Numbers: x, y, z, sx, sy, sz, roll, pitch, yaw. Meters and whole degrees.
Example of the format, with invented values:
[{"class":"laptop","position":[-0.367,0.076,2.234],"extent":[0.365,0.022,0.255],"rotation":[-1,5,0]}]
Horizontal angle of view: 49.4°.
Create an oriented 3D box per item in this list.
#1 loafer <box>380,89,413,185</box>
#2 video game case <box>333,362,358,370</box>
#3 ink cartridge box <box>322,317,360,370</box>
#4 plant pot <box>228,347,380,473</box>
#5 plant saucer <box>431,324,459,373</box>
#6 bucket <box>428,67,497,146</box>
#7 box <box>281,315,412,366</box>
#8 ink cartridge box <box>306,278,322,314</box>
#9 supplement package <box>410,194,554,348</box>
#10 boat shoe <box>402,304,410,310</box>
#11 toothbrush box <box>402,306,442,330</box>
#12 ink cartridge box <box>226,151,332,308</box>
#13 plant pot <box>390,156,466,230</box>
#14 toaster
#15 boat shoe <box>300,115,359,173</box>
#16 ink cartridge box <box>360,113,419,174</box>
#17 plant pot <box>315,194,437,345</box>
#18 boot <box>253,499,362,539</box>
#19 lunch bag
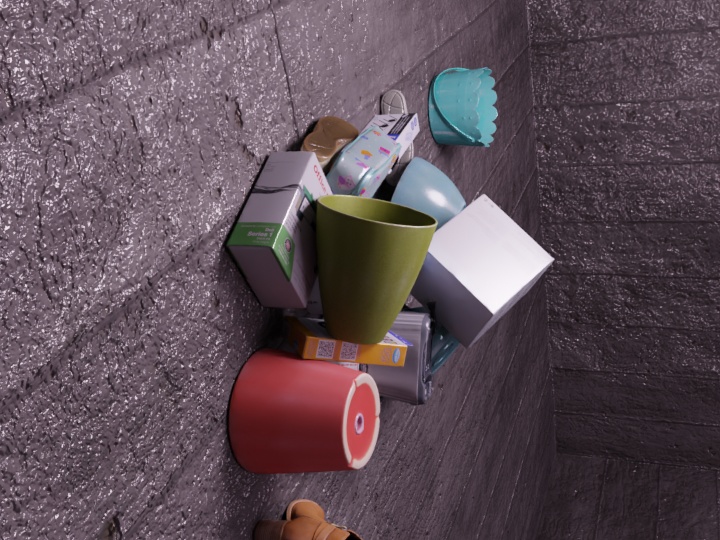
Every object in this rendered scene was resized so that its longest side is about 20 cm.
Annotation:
[{"class":"loafer","position":[0.082,-0.282,1.676],"extent":[0.063,0.071,0.202],"rotation":[-12,100,-73]},{"class":"video game case","position":[-0.042,0.214,1.376],"extent":[0.143,0.017,0.202],"rotation":[15,78,-65]},{"class":"ink cartridge box","position":[-0.040,0.192,1.448],"extent":[0.197,0.043,0.201],"rotation":[62,40,-49]},{"class":"plant pot","position":[-0.076,0.222,1.196],"extent":[0.200,0.176,0.203],"rotation":[2,90,-66]},{"class":"plant saucer","position":[0.162,0.164,1.607],"extent":[0.200,0.027,0.201],"rotation":[-44,162,-18]},{"class":"bucket","position":[0.262,-0.415,1.997],"extent":[0.207,0.134,0.209],"rotation":[1,90,-67]},{"class":"box","position":[-0.017,0.116,1.268],"extent":[0.198,0.119,0.042],"rotation":[10,98,-24]},{"class":"ink cartridge box","position":[0.000,0.000,1.397],"extent":[0.200,0.143,0.085],"rotation":[-50,136,-56]},{"class":"supplement package","position":[0.223,0.001,1.516],"extent":[0.200,0.191,0.147],"rotation":[-37,164,-31]},{"class":"boat shoe","position":[0.049,0.084,1.622],"extent":[0.068,0.072,0.200],"rotation":[58,24,13]},{"class":"toothbrush box","position":[0.108,0.155,1.648],"extent":[0.147,0.085,0.200],"rotation":[-51,164,15]},{"class":"ink cartridge box","position":[-0.112,-0.066,1.209],"extent":[0.147,0.084,0.201],"rotation":[66,35,-46]},{"class":"plant pot","position":[0.146,-0.123,1.661],"extent":[0.200,0.134,0.202],"rotation":[22,90,-78]},{"class":"toaster","position":[0.072,0.151,1.469],"extent":[0.114,0.128,0.202],"rotation":[-21,114,-75]},{"class":"boat shoe","position":[-0.060,-0.212,1.359],"extent":[0.065,0.072,0.200],"rotation":[-60,179,32]},{"class":"ink cartridge box","position":[0.042,-0.252,1.546],"extent":[0.200,0.093,0.045],"rotation":[-58,142,-50]},{"class":"plant pot","position":[0.008,0.004,1.204],"extent":[0.187,0.186,0.202],"rotation":[-23,127,-64]},{"class":"boot","position":[-0.061,0.422,1.267],"extent":[0.200,0.154,0.077],"rotation":[29,64,-64]},{"class":"lunch bag","position":[-0.009,-0.156,1.377],"extent":[0.161,0.077,0.200],"rotation":[-58,175,37]}]
